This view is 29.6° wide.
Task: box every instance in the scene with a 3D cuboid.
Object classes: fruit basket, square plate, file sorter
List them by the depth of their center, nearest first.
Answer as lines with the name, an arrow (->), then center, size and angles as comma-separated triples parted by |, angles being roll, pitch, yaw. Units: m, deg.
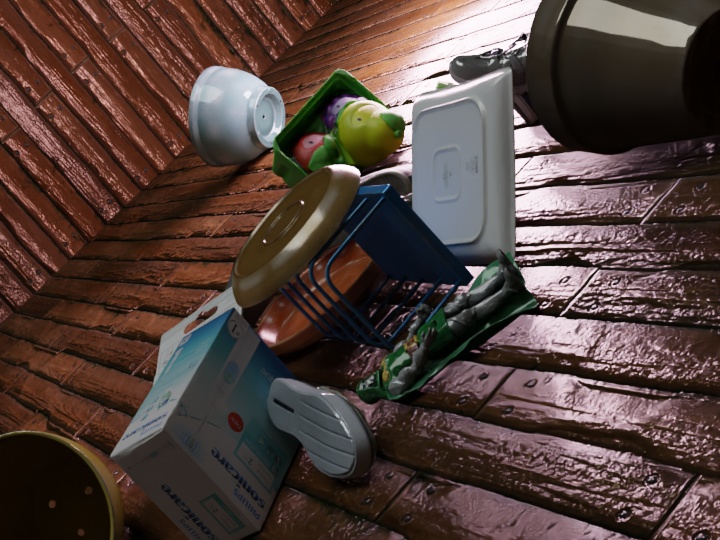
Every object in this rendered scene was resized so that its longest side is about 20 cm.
square plate -> 0.104, -0.106, 1.481 | 0.028, 0.203, 0.197 | 0, -2, -27
file sorter -> 0.000, 0.000, 1.491 | 0.123, 0.139, 0.200 | -48, 18, -14
fruit basket -> -0.022, -0.210, 2.078 | 0.216, 0.155, 0.216 | -50, 2, 2

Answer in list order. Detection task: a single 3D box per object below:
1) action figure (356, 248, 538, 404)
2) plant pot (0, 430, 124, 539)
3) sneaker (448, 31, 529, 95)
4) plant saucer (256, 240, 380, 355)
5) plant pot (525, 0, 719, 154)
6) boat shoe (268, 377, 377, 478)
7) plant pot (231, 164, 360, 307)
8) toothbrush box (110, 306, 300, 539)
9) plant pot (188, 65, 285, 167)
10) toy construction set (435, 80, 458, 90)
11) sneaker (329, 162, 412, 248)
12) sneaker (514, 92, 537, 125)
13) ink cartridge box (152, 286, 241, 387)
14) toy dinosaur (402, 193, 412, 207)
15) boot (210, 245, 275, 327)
action figure -> 0.074, 0.064, 1.318 | 0.200, 0.055, 0.118 | -42, 19, 13
plant pot -> -0.343, 0.275, 1.519 | 0.199, 0.201, 0.142 | -38, -8, 7
sneaker -> 0.203, -0.259, 1.625 | 0.197, 0.083, 0.075 | -3, 29, 2
plant saucer -> -0.047, 0.034, 1.688 | 0.199, 0.032, 0.201 | -38, 16, 13
plant pot -> 0.287, -0.202, 1.321 | 0.200, 0.201, 0.173 | -45, 34, -16
boat shoe -> -0.027, 0.143, 1.314 | 0.061, 0.073, 0.200 | 0, 14, -26
plant pot -> -0.078, -0.046, 1.508 | 0.200, 0.027, 0.201 | -42, 19, 18
toothbrush box -> -0.144, 0.161, 1.387 | 0.085, 0.147, 0.201 | -29, 20, 33
plant pot -> -0.234, -0.306, 2.722 | 0.133, 0.202, 0.201 | 4, 40, 29
toy construction set -> 0.118, -0.170, 1.660 | 0.200, 0.091, 0.133 | -62, -11, -68
sneaker -> -0.003, -0.083, 1.778 | 0.198, 0.076, 0.106 | -16, 5, 27
sneaker -> 0.240, -0.267, 1.731 | 0.146, 0.077, 0.203 | -39, 16, 17
ink cartridge box -> -0.188, 0.127, 1.659 | 0.162, 0.057, 0.201 | -33, 30, 28
toy dinosaur -> 0.067, -0.068, 1.617 | 0.197, 0.048, 0.088 | -8, -25, -13
boot -> -0.154, 0.065, 1.738 | 0.132, 0.069, 0.202 | -86, 19, -65
